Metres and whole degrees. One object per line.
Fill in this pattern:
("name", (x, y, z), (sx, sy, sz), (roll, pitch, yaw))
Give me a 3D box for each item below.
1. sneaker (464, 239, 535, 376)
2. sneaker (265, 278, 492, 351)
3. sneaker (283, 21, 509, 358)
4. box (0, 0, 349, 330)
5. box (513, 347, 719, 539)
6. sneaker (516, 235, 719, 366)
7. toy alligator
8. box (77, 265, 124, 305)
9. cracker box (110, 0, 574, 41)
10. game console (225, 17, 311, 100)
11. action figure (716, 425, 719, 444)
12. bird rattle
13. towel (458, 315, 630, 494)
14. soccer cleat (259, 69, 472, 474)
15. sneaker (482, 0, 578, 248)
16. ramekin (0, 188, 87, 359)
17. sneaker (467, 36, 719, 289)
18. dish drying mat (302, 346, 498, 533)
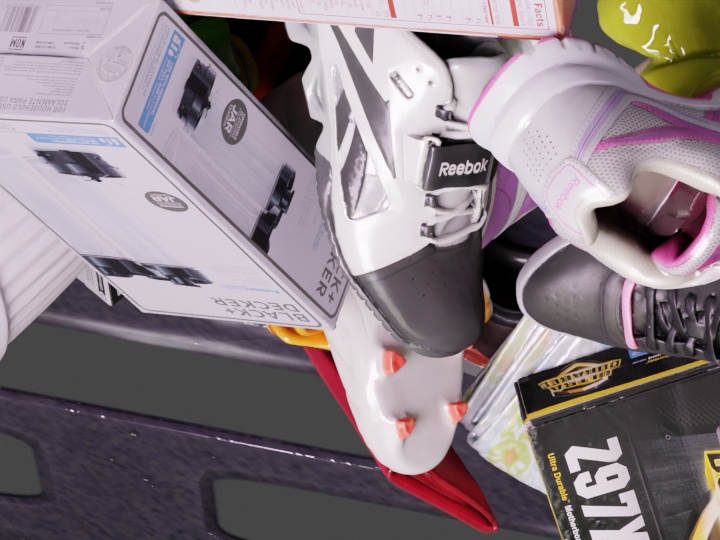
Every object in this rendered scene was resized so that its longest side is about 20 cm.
("sneaker", (0.127, 0.037, 1.513), (0.200, 0.077, 0.082), (20, 138, -5))
("sneaker", (-0.032, -0.005, 1.488), (0.200, 0.077, 0.078), (26, 157, 28))
("sneaker", (0.029, -0.059, 1.276), (0.088, 0.074, 0.201), (-9, 101, 40))
("box", (-0.093, -0.046, 1.308), (0.116, 0.060, 0.200), (5, 156, 31))
("box", (0.179, 0.121, 1.452), (0.159, 0.049, 0.200), (-17, 117, 5))
("sneaker", (0.163, 0.023, 1.329), (0.199, 0.099, 0.071), (2, 120, 13))
("toy alligator", (-0.073, -0.083, 1.379), (0.054, 0.059, 0.200), (54, 157, 25))
("box", (-0.156, -0.080, 1.463), (0.110, 0.035, 0.200), (39, 153, 25))
("cracker box", (0.001, -0.169, 1.232), (0.199, 0.134, 0.058), (6, 142, 15))
("game console", (-0.038, -0.128, 1.401), (0.176, 0.031, 0.200), (16, 146, -9))
("action figure", (0.250, 0.119, 1.402), (0.105, 0.200, 0.194), (32, 143, 46))
("bird rattle", (0.193, -0.072, 1.348), (0.199, 0.113, 0.163), (13, 159, -16))
("towel", (0.169, 0.058, 1.472), (0.200, 0.048, 0.171), (29, 111, -18))
("soccer cleat", (0.000, 0.000, 1.415), (0.077, 0.069, 0.201), (-10, 93, 48))
("sneaker", (0.073, -0.100, 1.349), (0.073, 0.114, 0.201), (38, 129, 23))
("ramekin", (-0.212, -0.054, 1.425), (0.200, 0.105, 0.200), (39, 153, 24))
("sneaker", (0.141, -0.029, 1.214), (0.200, 0.088, 0.081), (7, 134, -29))
("dish drying mat", (0.009, 0.062, 1.510), (0.077, 0.200, 0.018), (31, 104, -33))
